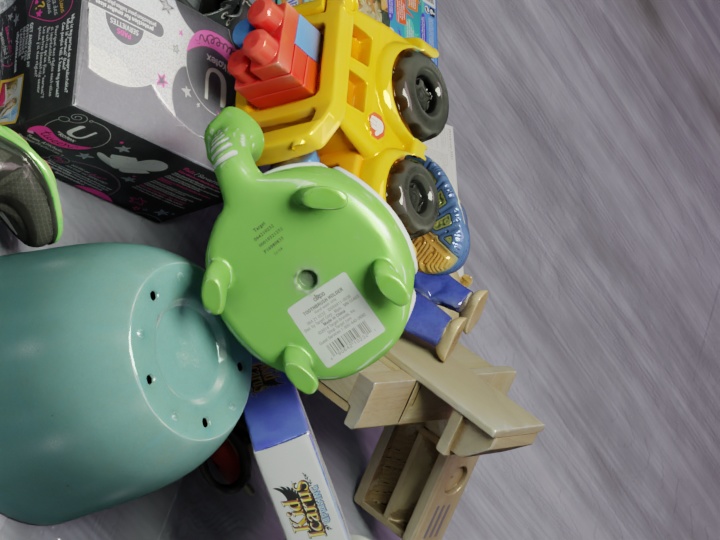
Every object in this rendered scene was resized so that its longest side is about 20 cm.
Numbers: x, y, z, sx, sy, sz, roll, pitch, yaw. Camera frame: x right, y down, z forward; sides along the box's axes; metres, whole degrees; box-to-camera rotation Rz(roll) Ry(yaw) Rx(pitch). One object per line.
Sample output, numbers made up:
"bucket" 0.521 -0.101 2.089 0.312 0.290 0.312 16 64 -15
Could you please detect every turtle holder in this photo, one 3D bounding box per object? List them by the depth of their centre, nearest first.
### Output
"turtle holder" -0.047 -0.013 1.269 0.185 0.142 0.132 26 16 1

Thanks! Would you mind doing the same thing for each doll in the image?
"doll" 0.000 0.000 1.496 0.136 0.199 0.049 -47 161 -42

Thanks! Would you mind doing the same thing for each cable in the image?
"cable" -0.134 0.103 1.454 0.200 0.050 0.097 45 62 -19

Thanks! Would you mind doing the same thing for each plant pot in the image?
"plant pot" -0.175 0.070 1.288 0.200 0.160 0.202 23 60 -48

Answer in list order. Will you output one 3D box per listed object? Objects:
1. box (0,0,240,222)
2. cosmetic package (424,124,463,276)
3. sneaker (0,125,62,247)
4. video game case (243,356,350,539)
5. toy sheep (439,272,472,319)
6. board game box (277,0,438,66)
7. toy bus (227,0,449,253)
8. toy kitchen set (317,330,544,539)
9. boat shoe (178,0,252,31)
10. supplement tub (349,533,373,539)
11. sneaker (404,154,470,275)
"box" -0.178 -0.137 1.392 0.200 0.114 0.133 25 59 -48
"cosmetic package" 0.053 -0.045 1.727 0.082 0.050 0.201 14 68 -49
"sneaker" -0.289 -0.080 1.274 0.200 0.077 0.084 47 62 -30
"video game case" -0.046 0.158 1.362 0.200 0.045 0.182 -116 -173 -66
"toy sheep" 0.013 -0.014 1.601 0.200 0.138 0.138 42 43 -6
"board game box" 0.000 -0.238 1.724 0.200 0.045 0.153 21 63 -49
"toy bus" -0.036 -0.111 1.373 0.192 0.135 0.201 34 54 -50
"toy kitchen set" 0.044 0.161 1.488 0.199 0.163 0.181 1 117 -51
"boat shoe" -0.130 -0.235 1.530 0.199 0.066 0.075 39 49 -40
"supplement tub" 0.018 0.322 1.496 0.200 0.122 0.123 53 42 -29
"sneaker" 0.042 -0.057 1.472 0.088 0.075 0.200 38 11 -46
